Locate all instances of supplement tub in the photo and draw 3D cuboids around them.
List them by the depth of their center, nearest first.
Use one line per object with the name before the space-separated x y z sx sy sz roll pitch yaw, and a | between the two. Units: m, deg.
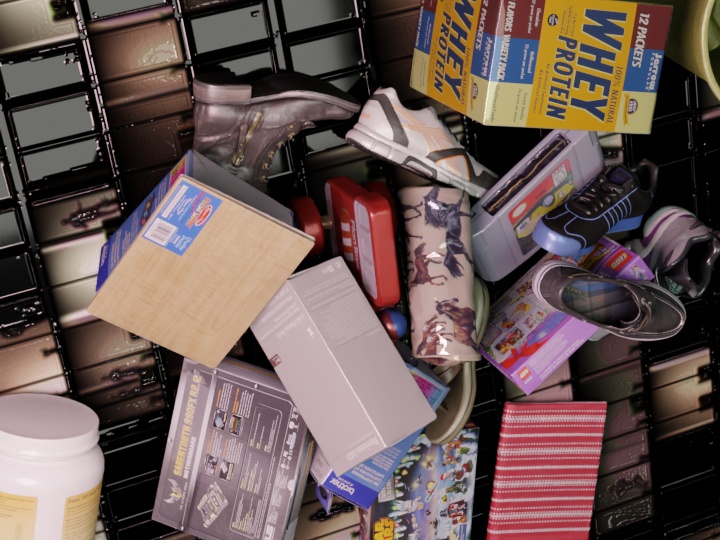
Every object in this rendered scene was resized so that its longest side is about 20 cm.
supplement tub | -0.347 0.244 1.467 0.144 0.144 0.201 4 106 -22

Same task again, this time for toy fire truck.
toy fire truck | 0.000 0.000 1.501 0.112 0.168 0.201 -12 112 -16

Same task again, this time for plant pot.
plant pot | 0.414 -0.284 1.552 0.200 0.184 0.201 -7 111 -19

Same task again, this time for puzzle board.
puzzle board | -0.160 0.003 1.387 0.150 0.017 0.200 27 123 -21

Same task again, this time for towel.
towel | 0.233 0.258 1.761 0.144 0.022 0.201 1 106 -19

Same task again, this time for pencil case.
pencil case | 0.084 0.003 1.491 0.078 0.089 0.201 -2 83 -16

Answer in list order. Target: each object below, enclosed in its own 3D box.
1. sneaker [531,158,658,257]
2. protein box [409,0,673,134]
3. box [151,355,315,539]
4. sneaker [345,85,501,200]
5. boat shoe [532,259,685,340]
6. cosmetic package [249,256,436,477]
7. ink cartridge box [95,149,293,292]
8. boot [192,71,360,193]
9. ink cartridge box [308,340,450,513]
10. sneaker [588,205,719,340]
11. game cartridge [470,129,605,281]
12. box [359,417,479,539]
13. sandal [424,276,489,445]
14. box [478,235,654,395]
sneaker | 0.269 -0.077 1.585 0.200 0.070 0.078 -23 140 -46
protein box | 0.185 -0.234 1.472 0.198 0.200 0.135 1 107 -21
box | -0.135 0.205 1.539 0.158 0.048 0.201 17 104 16
sneaker | 0.083 -0.138 1.540 0.200 0.074 0.080 23 89 -30
boat shoe | 0.283 0.038 1.525 0.200 0.066 0.070 21 100 -25
cosmetic package | -0.022 0.100 1.445 0.090 0.107 0.200 -22 77 -39
ink cartridge box | -0.180 -0.009 1.446 0.136 0.076 0.200 31 124 -26
boot | -0.106 -0.119 1.486 0.199 0.069 0.175 2 113 -17
ink cartridge box | -0.003 0.175 1.578 0.076 0.136 0.200 34 94 -25
sneaker | 0.350 0.017 1.654 0.078 0.140 0.200 38 91 -27
game cartridge | 0.200 -0.079 1.589 0.200 0.041 0.133 -43 153 -6
box | 0.069 0.281 1.696 0.136 0.040 0.201 -4 109 -19
sandal | 0.100 0.103 1.627 0.057 0.080 0.202 9 94 -26
box | 0.227 0.041 1.619 0.200 0.137 0.039 -43 117 -2
